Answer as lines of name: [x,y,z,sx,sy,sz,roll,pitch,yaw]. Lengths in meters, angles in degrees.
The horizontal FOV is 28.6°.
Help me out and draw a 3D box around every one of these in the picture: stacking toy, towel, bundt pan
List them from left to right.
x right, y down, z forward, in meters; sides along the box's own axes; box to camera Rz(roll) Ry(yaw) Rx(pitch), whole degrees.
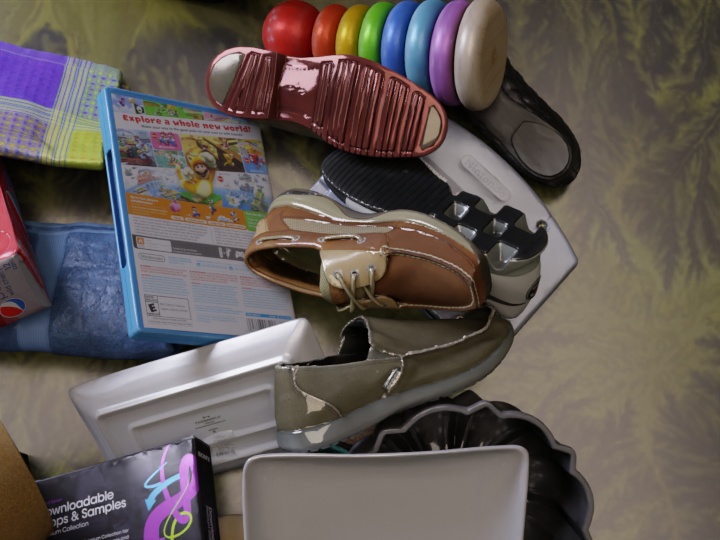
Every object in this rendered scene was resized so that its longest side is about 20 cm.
towel: [-0.283,-0.138,1.087,0.197,0.023,0.144,14,36,-9]
towel: [-0.225,0.013,1.077,0.197,0.049,0.113,4,56,7]
stacking toy: [0.012,-0.178,1.113,0.198,0.085,0.087,9,79,22]
bundt pan: [0.068,0.179,1.044,0.199,0.076,0.205,-2,106,-7]

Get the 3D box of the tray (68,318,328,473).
tray: [-0.111,0.109,1.045,0.198,0.022,0.108,-17,117,15]

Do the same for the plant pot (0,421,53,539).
plant pot: [-0.287,0.163,0.818,0.199,0.186,0.188,-29,82,-20]

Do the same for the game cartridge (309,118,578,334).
game cartridge: [0.070,-0.038,1.130,0.200,0.042,0.133,43,77,6]

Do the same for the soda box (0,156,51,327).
soda box: [-0.293,-0.045,1.056,0.069,0.064,0.201,-23,47,-7]

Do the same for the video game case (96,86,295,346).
video game case: [-0.123,-0.038,1.069,0.142,0.018,0.202,7,60,-38]

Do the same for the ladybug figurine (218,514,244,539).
ladybug figurine: [-0.109,0.281,1.046,0.134,0.072,0.202,22,79,3]

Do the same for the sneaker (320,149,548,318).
sneaker: [0.048,-0.025,1.075,0.199,0.089,0.074,32,52,28]

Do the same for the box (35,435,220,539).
box: [-0.165,0.233,1.008,0.141,0.036,0.202,-16,66,15]

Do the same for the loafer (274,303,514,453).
loafer: [0.023,0.062,1.002,0.198,0.075,0.070,-23,98,-27]

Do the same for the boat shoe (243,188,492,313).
boat shoe: [0.000,0.000,1.027,0.198,0.076,0.074,13,47,35]

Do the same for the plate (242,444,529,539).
plate: [0.015,0.214,0.991,0.197,0.032,0.203,-2,106,-8]

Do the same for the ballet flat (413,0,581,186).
ballet flat: [0.104,-0.144,1.150,0.066,0.057,0.201,-39,77,6]

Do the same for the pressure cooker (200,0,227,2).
pressure cooker: [-0.130,-0.335,1.110,0.174,0.178,0.202,22,78,-29]

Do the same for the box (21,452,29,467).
box: [-0.298,0.228,0.985,0.122,0.200,0.199,-7,80,-3]

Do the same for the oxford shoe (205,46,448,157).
oxford shoe: [-0.019,-0.132,1.102,0.198,0.075,0.071,19,94,18]

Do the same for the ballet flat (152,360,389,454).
ballet flat: [-0.062,0.092,1.090,0.198,0.071,0.066,23,71,-7]
